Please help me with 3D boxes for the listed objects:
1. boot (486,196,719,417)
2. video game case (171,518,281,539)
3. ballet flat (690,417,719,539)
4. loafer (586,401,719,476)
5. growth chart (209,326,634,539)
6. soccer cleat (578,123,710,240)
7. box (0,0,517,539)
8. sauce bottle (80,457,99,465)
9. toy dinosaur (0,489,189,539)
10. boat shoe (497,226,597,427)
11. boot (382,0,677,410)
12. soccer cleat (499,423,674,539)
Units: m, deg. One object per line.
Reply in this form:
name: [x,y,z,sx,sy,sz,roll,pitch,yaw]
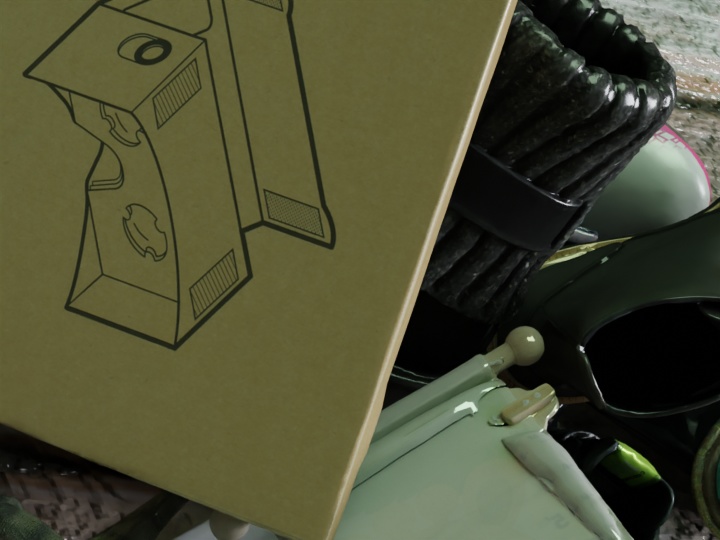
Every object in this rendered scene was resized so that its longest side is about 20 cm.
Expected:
boot: [0.149,0.008,0.823,0.199,0.078,0.138,-23,7,-7]
video game case: [-0.014,0.161,0.704,0.200,0.024,0.182,36,30,19]
ballet flat: [0.190,0.057,0.879,0.199,0.071,0.071,-19,48,-28]
loafer: [0.128,0.044,0.980,0.200,0.073,0.072,44,-7,25]
growth chart: [0.027,0.109,0.702,0.144,0.018,0.200,-27,44,-3]
soccer cleat: [0.041,-0.042,0.955,0.199,0.070,0.086,20,29,31]
box: [-0.052,-0.036,0.729,0.163,0.201,0.021,20,4,11]
sauce bottle: [-0.069,0.039,0.822,0.199,0.066,0.066,9,32,-25]
toy dinosaur: [-0.104,0.090,0.691,0.088,0.048,0.200,17,18,5]
boat shoe: [0.000,0.000,0.908,0.199,0.093,0.075,15,30,-19]
boot: [-0.019,-0.050,0.773,0.210,0.158,0.080,20,34,-13]
soccer cleat: [0.068,0.083,0.813,0.067,0.081,0.200,37,16,-16]
